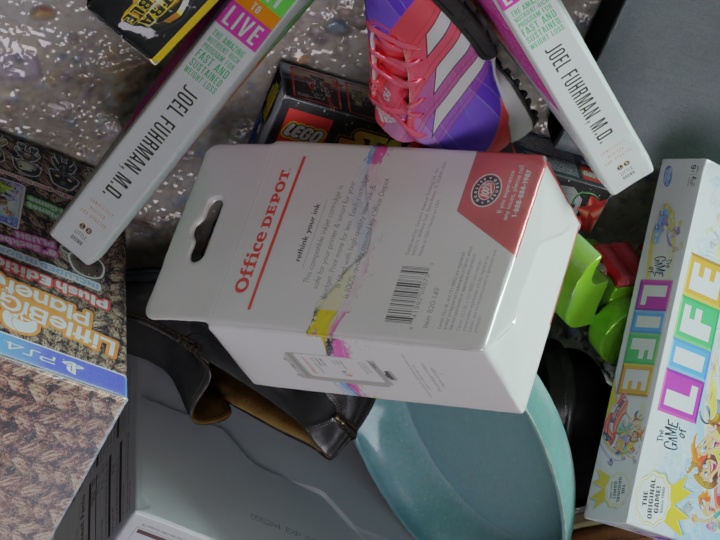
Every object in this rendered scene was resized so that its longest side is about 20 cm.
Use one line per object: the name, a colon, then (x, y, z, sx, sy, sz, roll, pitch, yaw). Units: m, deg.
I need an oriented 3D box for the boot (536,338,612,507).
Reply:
boot: (0.171, 0.088, 1.310, 0.157, 0.080, 0.211, -5, 163, 1)

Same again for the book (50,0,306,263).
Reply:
book: (-0.075, -0.106, 1.133, 0.048, 0.134, 0.200, 38, 117, -7)

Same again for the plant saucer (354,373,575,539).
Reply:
plant saucer: (0.058, 0.088, 1.241, 0.036, 0.200, 0.201, -28, 131, -27)

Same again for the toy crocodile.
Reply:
toy crocodile: (0.172, 0.012, 1.268, 0.199, 0.068, 0.062, 6, 126, -37)

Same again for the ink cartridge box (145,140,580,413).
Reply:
ink cartridge box: (0.000, 0.000, 1.158, 0.199, 0.117, 0.068, 5, 151, 28)

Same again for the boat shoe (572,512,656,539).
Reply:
boat shoe: (0.126, 0.192, 1.379, 0.199, 0.068, 0.072, -21, 155, 37)

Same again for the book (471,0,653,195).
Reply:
book: (0.072, -0.140, 1.109, 0.048, 0.134, 0.200, -33, 136, 4)

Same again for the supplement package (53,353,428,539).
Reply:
supplement package: (-0.069, 0.157, 1.316, 0.199, 0.156, 0.111, 25, 121, -21)

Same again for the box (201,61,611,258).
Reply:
box: (0.025, -0.028, 1.268, 0.199, 0.040, 0.137, 15, 123, -16)

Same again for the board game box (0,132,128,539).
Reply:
board game box: (-0.199, 0.049, 1.199, 0.096, 0.200, 0.160, 20, 122, -19)

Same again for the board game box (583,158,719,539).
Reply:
board game box: (0.200, 0.054, 1.230, 0.134, 0.034, 0.201, 20, 80, -37)

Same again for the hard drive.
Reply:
hard drive: (0.221, -0.106, 1.238, 0.199, 0.033, 0.140, 14, 122, -16)

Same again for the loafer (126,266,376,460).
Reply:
loafer: (-0.082, 0.050, 1.244, 0.199, 0.073, 0.073, 11, 155, 29)

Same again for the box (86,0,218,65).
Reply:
box: (-0.046, -0.210, 1.055, 0.049, 0.160, 0.200, 38, 113, -20)

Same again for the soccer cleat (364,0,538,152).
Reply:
soccer cleat: (0.031, -0.102, 1.125, 0.073, 0.068, 0.200, -38, 153, 2)
